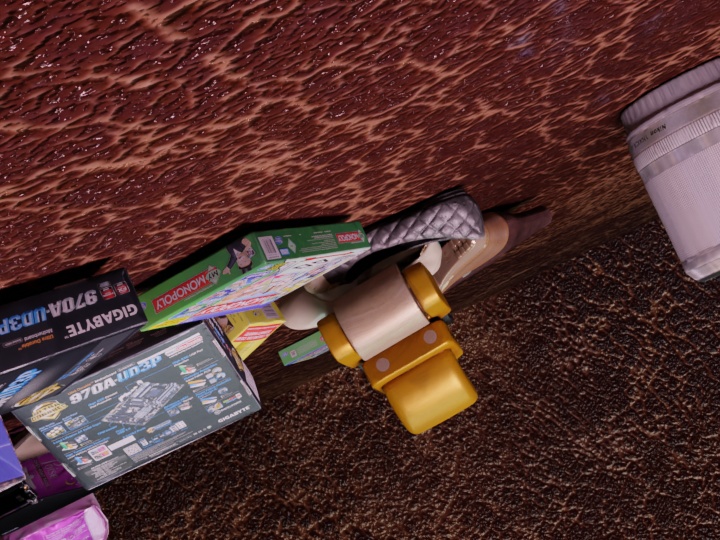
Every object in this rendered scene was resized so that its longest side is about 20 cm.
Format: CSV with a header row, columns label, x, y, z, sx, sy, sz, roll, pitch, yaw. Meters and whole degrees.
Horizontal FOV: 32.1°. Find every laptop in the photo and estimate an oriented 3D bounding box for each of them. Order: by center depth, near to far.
label,x,y,z,sx,sy,sz,roll,pitch,yaw
laptop,-0.397,0.218,1.308,0.177,0.200,0.104,-28,-156,25

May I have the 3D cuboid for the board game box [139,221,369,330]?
label,x,y,z,sx,sy,sz,roll,pitch,yaw
board game box,-0.090,0.002,1.088,0.134,0.029,0.200,-29,172,25

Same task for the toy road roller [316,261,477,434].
label,x,y,z,sx,sy,sz,roll,pitch,yaw
toy road roller,0.051,0.087,1.311,0.122,0.147,0.200,-31,164,5

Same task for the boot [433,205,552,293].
label,x,y,z,sx,sy,sz,roll,pitch,yaw
boot,0.140,-0.016,1.628,0.166,0.073,0.200,-15,165,-45

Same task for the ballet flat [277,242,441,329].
label,x,y,z,sx,sy,sz,roll,pitch,yaw
ballet flat,0.000,0.000,1.358,0.199,0.070,0.069,-24,174,-19

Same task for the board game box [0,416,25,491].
label,x,y,z,sx,sy,sz,roll,pitch,yaw
board game box,-0.427,0.188,1.088,0.199,0.097,0.159,-27,173,17

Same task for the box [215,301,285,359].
label,x,y,z,sx,sy,sz,roll,pitch,yaw
box,-0.171,0.096,1.290,0.200,0.050,0.075,-43,162,20

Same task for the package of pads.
label,x,y,z,sx,sy,sz,roll,pitch,yaw
package of pads,-0.395,0.272,1.518,0.120,0.200,0.076,-24,129,-20

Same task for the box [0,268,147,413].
label,x,y,z,sx,sy,sz,roll,pitch,yaw
box,-0.264,0.070,0.908,0.158,0.046,0.200,-20,172,-38

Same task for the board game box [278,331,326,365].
label,x,y,z,sx,sy,sz,roll,pitch,yaw
board game box,-0.029,0.104,2.148,0.199,0.029,0.134,-27,174,19

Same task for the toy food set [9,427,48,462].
label,x,y,z,sx,sy,sz,roll,pitch,yaw
toy food set,-0.317,0.140,1.334,0.200,0.061,0.143,-40,165,35

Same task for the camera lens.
label,x,y,z,sx,sy,sz,roll,pitch,yaw
camera lens,0.371,-0.100,1.268,0.159,0.201,0.160,-24,173,-3

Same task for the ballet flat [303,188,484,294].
label,x,y,z,sx,sy,sz,roll,pitch,yaw
ballet flat,0.032,-0.021,1.281,0.199,0.057,0.066,-26,172,8

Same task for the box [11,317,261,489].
label,x,y,z,sx,sy,sz,roll,pitch,yaw
box,-0.213,0.119,1.201,0.199,0.046,0.159,-25,139,1
